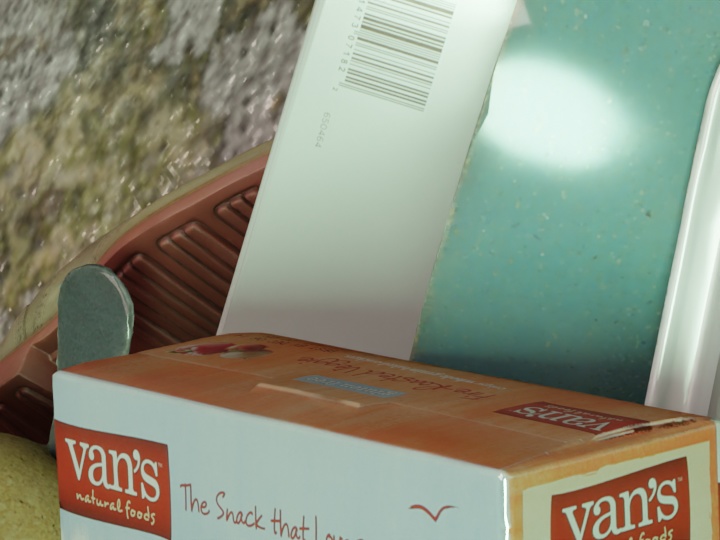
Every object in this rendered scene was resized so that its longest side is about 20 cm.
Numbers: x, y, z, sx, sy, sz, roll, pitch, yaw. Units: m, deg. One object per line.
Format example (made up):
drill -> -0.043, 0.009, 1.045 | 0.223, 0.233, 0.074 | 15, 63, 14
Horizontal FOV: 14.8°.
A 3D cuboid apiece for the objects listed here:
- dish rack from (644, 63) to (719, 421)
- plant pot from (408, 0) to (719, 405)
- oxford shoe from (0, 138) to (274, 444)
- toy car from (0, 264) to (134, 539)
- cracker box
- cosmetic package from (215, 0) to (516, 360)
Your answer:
dish rack -> 0.153, 0.042, 0.517 | 0.044, 0.199, 0.172 | -127, 47, -78
plant pot -> 0.101, -0.028, 0.607 | 0.134, 0.200, 0.201 | 19, 90, 5
oxford shoe -> -0.051, -0.002, 0.833 | 0.200, 0.070, 0.075 | -32, 30, 35
toy car -> -0.113, 0.097, 0.749 | 0.164, 0.158, 0.201 | -1, 80, 19
cracker box -> 0.005, 0.119, 0.529 | 0.134, 0.058, 0.201 | 10, 106, 50
cosmetic package -> 0.000, 0.000, 0.688 | 0.151, 0.052, 0.200 | -71, -2, -71
